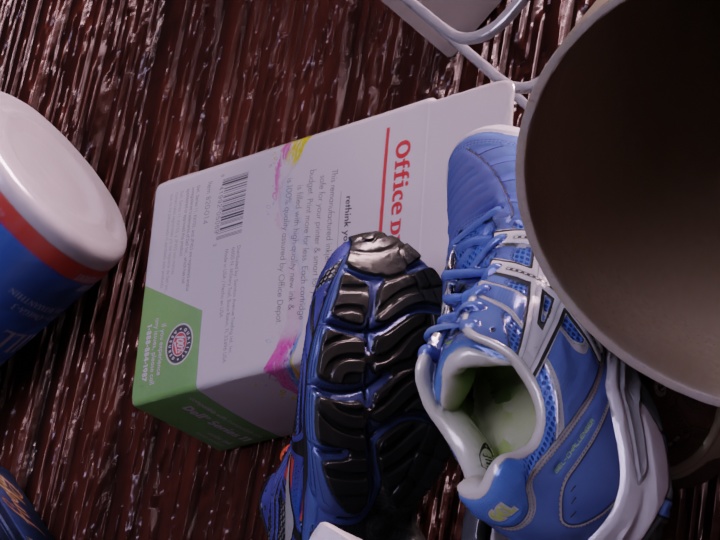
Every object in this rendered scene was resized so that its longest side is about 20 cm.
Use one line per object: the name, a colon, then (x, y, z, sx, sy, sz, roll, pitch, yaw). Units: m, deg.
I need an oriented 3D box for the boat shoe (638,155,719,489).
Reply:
boat shoe: (0.129, -0.018, 1.084, 0.075, 0.075, 0.202, -11, 58, 35)

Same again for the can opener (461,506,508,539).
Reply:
can opener: (0.065, 0.145, 1.071, 0.067, 0.053, 0.200, 140, 145, -62)

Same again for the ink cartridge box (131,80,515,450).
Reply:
ink cartridge box: (0.000, 0.000, 1.188, 0.200, 0.067, 0.117, -15, 57, 34)

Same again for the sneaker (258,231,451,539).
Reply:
sneaker: (-0.009, 0.082, 1.103, 0.078, 0.075, 0.200, 18, 104, 54)

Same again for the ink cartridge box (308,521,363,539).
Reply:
ink cartridge box: (0.047, 0.204, 0.922, 0.200, 0.147, 0.145, 32, 87, 24)

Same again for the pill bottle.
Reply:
pill bottle: (-0.222, 0.013, 1.336, 0.200, 0.112, 0.112, -40, 46, 15)

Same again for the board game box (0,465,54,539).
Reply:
board game box: (-0.216, 0.199, 1.271, 0.200, 0.035, 0.135, -49, 44, 6)

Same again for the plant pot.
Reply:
plant pot: (0.171, -0.078, 1.012, 0.187, 0.187, 0.200, -21, 24, 29)

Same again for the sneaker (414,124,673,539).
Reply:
sneaker: (0.062, 0.020, 1.023, 0.076, 0.077, 0.200, -43, 44, 33)

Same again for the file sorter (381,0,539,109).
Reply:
file sorter: (0.055, -0.166, 1.149, 0.139, 0.200, 0.125, -49, 46, 5)
